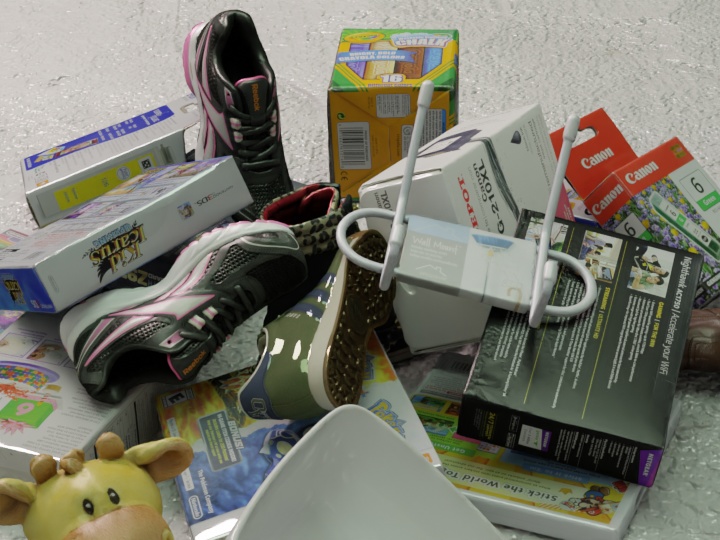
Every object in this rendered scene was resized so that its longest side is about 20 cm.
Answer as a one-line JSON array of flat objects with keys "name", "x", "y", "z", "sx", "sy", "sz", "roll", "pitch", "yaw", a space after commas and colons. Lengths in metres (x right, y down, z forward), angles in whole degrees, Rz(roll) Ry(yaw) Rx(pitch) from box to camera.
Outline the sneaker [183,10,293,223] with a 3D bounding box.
[{"name": "sneaker", "x": -0.104, "y": -0.132, "z": 1.547, "sx": 0.080, "sy": 0.201, "sz": 0.086, "roll": -17, "pitch": -7, "yaw": -24}]

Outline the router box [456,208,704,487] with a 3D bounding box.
[{"name": "router box", "x": 0.167, "y": 0.053, "z": 1.330, "sx": 0.148, "sy": 0.051, "sz": 0.201, "roll": 15, "pitch": 48, "yaw": 8}]

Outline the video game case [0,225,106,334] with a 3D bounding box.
[{"name": "video game case", "x": -0.330, "y": 0.022, "z": 1.568, "sx": 0.143, "sy": 0.018, "sz": 0.200, "roll": 19, "pitch": 35, "yaw": 32}]

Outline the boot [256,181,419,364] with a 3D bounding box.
[{"name": "boot", "x": 0.000, "y": 0.001, "z": 1.443, "sx": 0.203, "sy": 0.155, "sz": 0.073, "roll": -22, "pitch": 33, "yaw": -33}]

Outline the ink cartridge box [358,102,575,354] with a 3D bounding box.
[{"name": "ink cartridge box", "x": 0.096, "y": -0.037, "z": 1.465, "sx": 0.084, "sy": 0.146, "sz": 0.200, "roll": -11, "pitch": 13, "yaw": 33}]

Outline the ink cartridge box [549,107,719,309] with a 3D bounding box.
[{"name": "ink cartridge box", "x": 0.254, "y": -0.062, "z": 1.539, "sx": 0.109, "sy": 0.050, "sz": 0.200, "roll": -28, "pitch": 77, "yaw": -44}]

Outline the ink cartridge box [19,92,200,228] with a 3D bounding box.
[{"name": "ink cartridge box", "x": -0.222, "y": -0.110, "z": 1.686, "sx": 0.199, "sy": 0.047, "sz": 0.198, "roll": -21, "pitch": 14, "yaw": -7}]

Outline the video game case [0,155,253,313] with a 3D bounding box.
[{"name": "video game case", "x": -0.202, "y": -0.028, "z": 1.430, "sx": 0.181, "sy": 0.046, "sz": 0.200, "roll": -32, "pitch": 13, "yaw": -21}]

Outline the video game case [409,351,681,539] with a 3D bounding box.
[{"name": "video game case", "x": 0.122, "y": 0.131, "z": 1.339, "sx": 0.199, "sy": 0.023, "sz": 0.182, "roll": 11, "pitch": 31, "yaw": 21}]

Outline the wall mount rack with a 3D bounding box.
[{"name": "wall mount rack", "x": 0.088, "y": -0.047, "z": 1.319, "sx": 0.198, "sy": 0.075, "sz": 0.174, "roll": 14, "pitch": 47, "yaw": -1}]

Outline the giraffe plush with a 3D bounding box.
[{"name": "giraffe plush", "x": -0.148, "y": 0.188, "z": 1.097, "sx": 0.199, "sy": 0.163, "sz": 0.172, "roll": 21, "pitch": 36, "yaw": 35}]

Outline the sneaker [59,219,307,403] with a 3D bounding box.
[{"name": "sneaker", "x": -0.124, "y": 0.042, "z": 1.329, "sx": 0.199, "sy": 0.080, "sz": 0.087, "roll": -29, "pitch": 44, "yaw": 7}]

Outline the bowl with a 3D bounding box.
[{"name": "bowl", "x": 0.004, "y": 0.204, "z": 1.086, "sx": 0.200, "sy": 0.075, "sz": 0.200, "roll": 44, "pitch": 35, "yaw": -1}]

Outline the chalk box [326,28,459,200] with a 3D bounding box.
[{"name": "chalk box", "x": 0.038, "y": -0.167, "z": 1.783, "sx": 0.123, "sy": 0.126, "sz": 0.200, "roll": 1, "pitch": 30, "yaw": 6}]

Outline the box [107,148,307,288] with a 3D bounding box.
[{"name": "box", "x": -0.136, "y": -0.032, "z": 1.607, "sx": 0.157, "sy": 0.051, "sz": 0.200, "roll": 17, "pitch": 34, "yaw": 20}]

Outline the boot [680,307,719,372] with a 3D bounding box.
[{"name": "boot", "x": 0.248, "y": 0.071, "z": 1.392, "sx": 0.198, "sy": 0.065, "sz": 0.186, "roll": 2, "pitch": 15, "yaw": -2}]

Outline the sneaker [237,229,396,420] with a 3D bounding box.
[{"name": "sneaker", "x": -0.037, "y": 0.041, "z": 1.321, "sx": 0.089, "sy": 0.067, "sz": 0.201, "roll": -16, "pitch": 29, "yaw": 23}]

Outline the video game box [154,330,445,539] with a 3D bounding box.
[{"name": "video game box", "x": -0.047, "y": 0.131, "z": 1.295, "sx": 0.181, "sy": 0.047, "sz": 0.200, "roll": -16, "pitch": 30, "yaw": -8}]

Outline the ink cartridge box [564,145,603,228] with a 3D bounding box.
[{"name": "ink cartridge box", "x": 0.180, "y": -0.054, "z": 1.618, "sx": 0.199, "sy": 0.077, "sz": 0.136, "roll": 14, "pitch": 33, "yaw": 28}]

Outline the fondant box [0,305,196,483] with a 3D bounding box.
[{"name": "fondant box", "x": -0.234, "y": 0.103, "z": 1.372, "sx": 0.143, "sy": 0.059, "sz": 0.200, "roll": 10, "pitch": 30, "yaw": 20}]
